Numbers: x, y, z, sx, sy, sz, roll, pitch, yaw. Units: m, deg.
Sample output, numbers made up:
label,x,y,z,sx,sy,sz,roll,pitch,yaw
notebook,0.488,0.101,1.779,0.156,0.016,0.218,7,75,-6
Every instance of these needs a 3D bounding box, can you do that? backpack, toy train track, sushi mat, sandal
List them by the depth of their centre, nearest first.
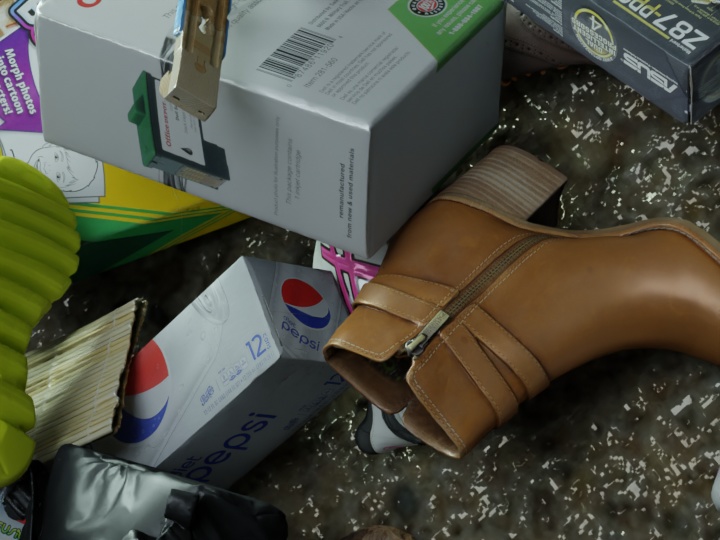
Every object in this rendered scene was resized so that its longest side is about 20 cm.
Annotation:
label,x,y,z,sx,sy,sz,roll,pitch,yaw
backpack,-0.113,0.197,1.382,0.167,0.126,0.201,7,80,58
toy train track,-0.081,-0.140,1.391,0.033,0.114,0.201,-44,28,34
sandal,-0.203,0.030,1.448,0.087,0.079,0.201,-28,38,43
sushi mat,-0.198,0.083,1.501,0.199,0.012,0.096,-24,38,27

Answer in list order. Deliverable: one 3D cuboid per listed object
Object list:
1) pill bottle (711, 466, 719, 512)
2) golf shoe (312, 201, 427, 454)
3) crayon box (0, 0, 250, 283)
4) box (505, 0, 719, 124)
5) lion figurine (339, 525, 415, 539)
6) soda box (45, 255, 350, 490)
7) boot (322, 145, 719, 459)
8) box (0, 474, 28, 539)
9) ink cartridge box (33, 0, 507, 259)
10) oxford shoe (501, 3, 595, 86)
label,x,y,z,sx,sy,sz,roll,pitch,yaw
pill bottle,0.248,0.037,1.323,0.112,0.112,0.201,19,84,32
golf shoe,0.000,0.000,1.492,0.092,0.073,0.201,-31,62,18
crayon box,-0.163,-0.100,1.564,0.172,0.058,0.201,-21,72,-9
box,0.150,-0.179,1.442,0.161,0.049,0.200,-37,56,-25
lion figurine,-0.057,0.193,1.458,0.199,0.072,0.123,-2,82,23
soda box,-0.089,0.075,1.484,0.200,0.068,0.064,-42,57,34
boot,0.094,0.032,1.381,0.199,0.077,0.155,32,59,18
box,-0.245,0.137,1.558,0.200,0.035,0.110,27,88,56
ink cartridge box,-0.046,-0.103,1.445,0.199,0.085,0.146,20,40,23
oxford shoe,0.097,-0.130,1.498,0.199,0.071,0.073,24,118,25
